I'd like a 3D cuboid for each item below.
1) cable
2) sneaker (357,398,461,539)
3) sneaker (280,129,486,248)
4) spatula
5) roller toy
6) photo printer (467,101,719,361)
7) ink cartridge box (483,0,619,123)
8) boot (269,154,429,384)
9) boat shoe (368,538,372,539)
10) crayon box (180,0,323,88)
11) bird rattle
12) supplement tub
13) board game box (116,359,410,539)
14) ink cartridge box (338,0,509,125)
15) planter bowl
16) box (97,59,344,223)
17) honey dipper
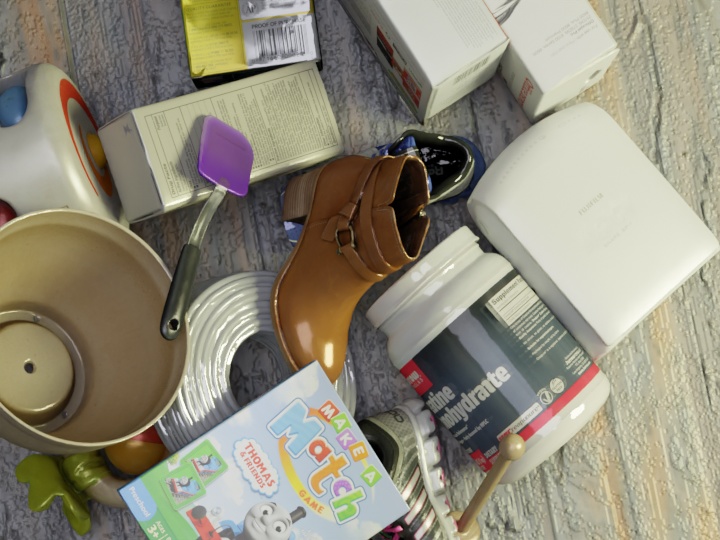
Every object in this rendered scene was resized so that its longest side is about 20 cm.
[{"bbox_3d":[-0.096,0.100,1.425,0.198,0.069,0.202,7,76,-34],"label":"cable"},{"bbox_3d":[0.032,0.216,1.413,0.087,0.074,0.202,-5,77,-25],"label":"sneaker"},{"bbox_3d":[0.019,-0.086,1.458,0.197,0.115,0.081,-17,83,1],"label":"sneaker"},{"bbox_3d":[-0.134,-0.034,1.352,0.056,0.020,0.202,27,70,-31],"label":"spatula"},{"bbox_3d":[-0.289,-0.082,1.428,0.139,0.182,0.202,-21,83,4],"label":"roller toy"},{"bbox_3d":[0.207,-0.044,1.460,0.166,0.069,0.200,-38,85,-16],"label":"photo printer"},{"bbox_3d":[0.140,-0.248,1.454,0.084,0.145,0.201,-33,85,-1],"label":"ink cartridge box"},{"bbox_3d":[0.000,0.000,1.374,0.076,0.154,0.202,12,77,-41],"label":"boot"},{"bbox_3d":[-0.070,0.241,1.404,0.198,0.068,0.073,17,72,-18],"label":"boat shoe"},{"bbox_3d":[-0.109,-0.282,1.511,0.125,0.051,0.202,-7,85,1],"label":"crayon box"},{"bbox_3d":[-0.222,0.142,1.456,0.161,0.113,0.202,11,74,10],"label":"bird rattle"},{"bbox_3d":[0.113,0.076,1.428,0.140,0.140,0.200,-41,85,-2],"label":"supplement tub"},{"bbox_3d":[-0.081,0.193,1.342,0.199,0.037,0.152,-33,89,-12],"label":"board game box"},{"bbox_3d":[0.039,-0.247,1.445,0.083,0.176,0.201,-32,85,-5],"label":"ink cartridge box"},{"bbox_3d":[-0.260,0.065,1.337,0.199,0.134,0.202,14,63,-29],"label":"planter bowl"},{"bbox_3d":[-0.123,-0.116,1.431,0.199,0.077,0.096,-19,93,-34],"label":"box"},{"bbox_3d":[0.102,0.200,1.395,0.038,0.201,0.038,8,52,-10],"label":"honey dipper"}]
